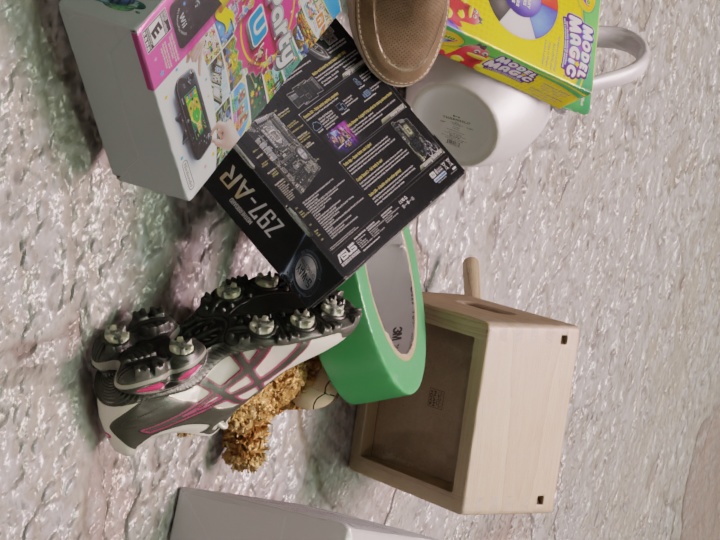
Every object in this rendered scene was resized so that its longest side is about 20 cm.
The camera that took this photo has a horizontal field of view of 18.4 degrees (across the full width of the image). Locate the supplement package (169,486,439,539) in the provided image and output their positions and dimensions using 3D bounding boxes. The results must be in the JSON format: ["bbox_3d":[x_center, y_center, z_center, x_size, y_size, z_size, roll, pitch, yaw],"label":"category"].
[{"bbox_3d":[-0.049,0.275,1.665,0.200,0.147,0.192,21,81,-64],"label":"supplement package"}]

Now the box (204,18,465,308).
[{"bbox_3d":[-0.028,-0.083,1.570,0.160,0.044,0.200,49,37,-1],"label":"box"}]

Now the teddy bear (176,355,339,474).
[{"bbox_3d":[-0.071,0.077,1.631,0.200,0.067,0.146,41,65,-61],"label":"teddy bear"}]

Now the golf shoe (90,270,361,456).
[{"bbox_3d":[-0.093,0.061,1.520,0.199,0.077,0.088,-15,129,-27],"label":"golf shoe"}]

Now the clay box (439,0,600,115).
[{"bbox_3d":[0.122,-0.210,1.767,0.199,0.048,0.115,20,65,-29],"label":"clay box"}]

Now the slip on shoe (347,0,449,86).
[{"bbox_3d":[0.039,-0.216,1.566,0.076,0.061,0.201,-6,122,-24],"label":"slip on shoe"}]

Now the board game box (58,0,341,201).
[{"bbox_3d":[-0.097,-0.168,1.425,0.200,0.064,0.148,-55,149,-33],"label":"board game box"}]

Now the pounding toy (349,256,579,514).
[{"bbox_3d":[0.089,0.091,1.866,0.142,0.200,0.185,4,97,-37],"label":"pounding toy"}]

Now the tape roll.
[{"bbox_3d":[0.000,0.000,1.690,0.200,0.048,0.201,-12,90,-76],"label":"tape roll"}]

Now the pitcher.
[{"bbox_3d":[0.139,-0.165,1.862,0.200,0.171,0.122,-52,150,-47],"label":"pitcher"}]
